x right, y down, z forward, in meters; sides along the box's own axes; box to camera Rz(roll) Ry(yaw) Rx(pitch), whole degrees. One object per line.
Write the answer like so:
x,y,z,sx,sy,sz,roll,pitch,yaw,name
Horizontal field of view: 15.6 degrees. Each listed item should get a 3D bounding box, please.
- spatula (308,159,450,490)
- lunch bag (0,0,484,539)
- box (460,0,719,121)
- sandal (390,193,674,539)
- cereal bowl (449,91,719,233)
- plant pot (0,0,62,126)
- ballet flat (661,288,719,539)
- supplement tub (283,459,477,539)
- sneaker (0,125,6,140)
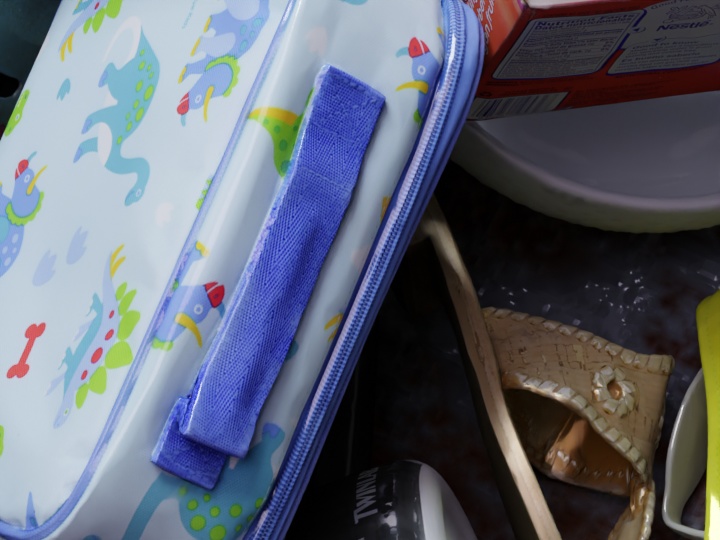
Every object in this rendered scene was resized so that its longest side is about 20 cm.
0.000,0.000,0.900,0.056,0.021,0.202,3,72,12,spatula
-0.052,-0.006,0.766,0.160,0.082,0.201,12,78,61,lunch bag
0.121,-0.113,0.777,0.198,0.100,0.096,-8,77,-13,box
0.064,0.033,0.840,0.069,0.078,0.213,-24,70,-5,sandal
0.086,-0.104,0.863,0.198,0.083,0.202,3,75,-11,cereal bowl
-0.133,-0.162,0.881,0.200,0.200,0.196,-43,55,-3,plant pot
0.123,0.092,0.817,0.067,0.067,0.202,-9,64,35,ballet flat
-0.051,0.145,0.807,0.199,0.123,0.123,-20,66,9,supplement tub
-0.079,-0.016,0.899,0.200,0.075,0.090,37,88,23,sneaker
